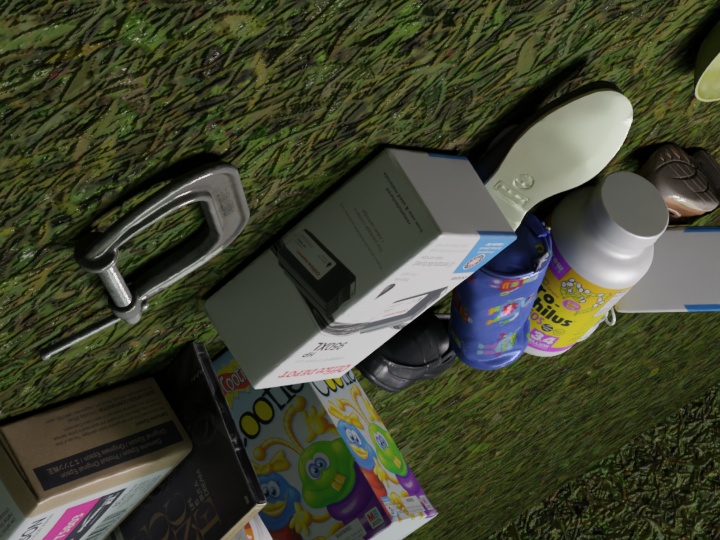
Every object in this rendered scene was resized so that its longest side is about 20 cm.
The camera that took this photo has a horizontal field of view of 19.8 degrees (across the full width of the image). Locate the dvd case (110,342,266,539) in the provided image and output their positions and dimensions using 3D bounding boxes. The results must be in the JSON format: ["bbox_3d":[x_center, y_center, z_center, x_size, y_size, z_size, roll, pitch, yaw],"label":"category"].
[{"bbox_3d":[-0.155,0.173,1.683,0.016,0.149,0.200,-3,149,-39],"label":"dvd case"}]

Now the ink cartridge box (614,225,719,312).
[{"bbox_3d":[0.325,-0.002,2.059,0.145,0.085,0.200,-2,180,8],"label":"ink cartridge box"}]

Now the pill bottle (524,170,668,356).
[{"bbox_3d":[0.205,-0.009,1.930,0.104,0.104,0.200,-21,160,-37],"label":"pill bottle"}]

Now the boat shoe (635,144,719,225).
[{"bbox_3d":[0.305,-0.072,1.998,0.072,0.076,0.200,-37,163,22],"label":"boat shoe"}]

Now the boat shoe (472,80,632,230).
[{"bbox_3d":[0.134,-0.086,1.637,0.200,0.071,0.063,-44,-156,27],"label":"boat shoe"}]

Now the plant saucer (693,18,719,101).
[{"bbox_3d":[0.358,-0.216,1.738,0.200,0.031,0.200,-30,164,-9],"label":"plant saucer"}]

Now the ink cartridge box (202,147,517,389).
[{"bbox_3d":[0.000,0.000,1.581,0.200,0.084,0.144,-39,163,23],"label":"ink cartridge box"}]

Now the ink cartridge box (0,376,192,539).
[{"bbox_3d":[-0.253,0.182,1.655,0.164,0.075,0.200,-19,160,-45],"label":"ink cartridge box"}]

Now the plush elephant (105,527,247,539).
[{"bbox_3d":[-0.192,0.251,1.833,0.164,0.155,0.200,-14,156,-51],"label":"plush elephant"}]

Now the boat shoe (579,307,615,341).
[{"bbox_3d":[0.225,0.026,2.126,0.086,0.075,0.202,-21,164,26],"label":"boat shoe"}]

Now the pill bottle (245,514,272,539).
[{"bbox_3d":[-0.169,0.279,2.055,0.112,0.112,0.200,-38,164,19],"label":"pill bottle"}]

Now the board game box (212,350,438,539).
[{"bbox_3d":[-0.042,0.151,1.738,0.105,0.200,0.103,-37,164,18],"label":"board game box"}]

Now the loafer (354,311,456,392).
[{"bbox_3d":[0.046,0.068,1.932,0.070,0.068,0.200,-48,165,17],"label":"loafer"}]

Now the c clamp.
[{"bbox_3d":[-0.146,-0.005,1.383,0.170,0.027,0.200,-30,165,-12],"label":"c clamp"}]

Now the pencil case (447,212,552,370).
[{"bbox_3d":[0.124,0.014,1.845,0.087,0.078,0.200,-21,155,-13],"label":"pencil case"}]
